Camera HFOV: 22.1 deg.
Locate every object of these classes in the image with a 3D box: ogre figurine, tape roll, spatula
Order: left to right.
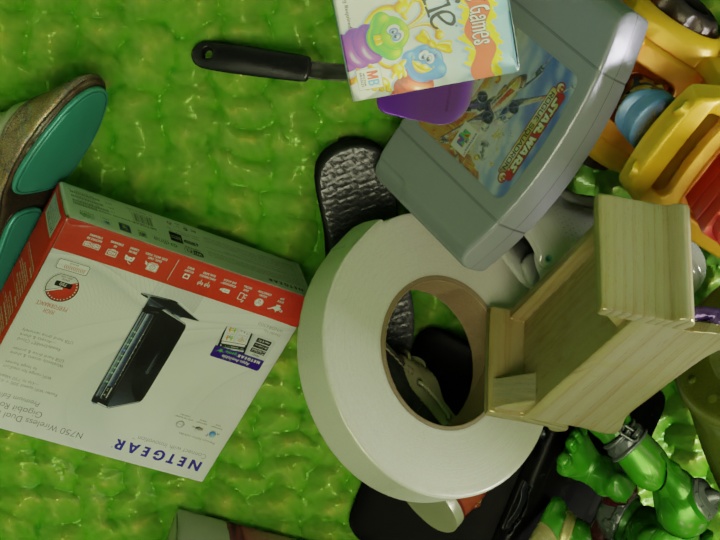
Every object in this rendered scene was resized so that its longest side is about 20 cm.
[{"bbox_3d":[-0.021,-0.135,1.243,0.198,0.021,0.057,8,82,17],"label":"spatula"},{"bbox_3d":[0.048,0.059,1.280,0.203,0.204,0.037,41,150,-21],"label":"tape roll"},{"bbox_3d":[0.192,0.187,1.345,0.119,0.098,0.201,25,108,17],"label":"ogre figurine"}]

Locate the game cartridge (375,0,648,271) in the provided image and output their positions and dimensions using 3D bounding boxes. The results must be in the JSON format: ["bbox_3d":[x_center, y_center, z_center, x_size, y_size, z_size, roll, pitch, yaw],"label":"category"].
[{"bbox_3d":[0.100,-0.108,1.222,0.041,0.133,0.201,19,110,-41],"label":"game cartridge"}]

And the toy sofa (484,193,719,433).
[{"bbox_3d":[0.160,0.033,1.208,0.097,0.084,0.200,10,153,-15],"label":"toy sofa"}]

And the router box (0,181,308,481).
[{"bbox_3d":[-0.162,0.049,1.323,0.199,0.049,0.180,18,116,-28],"label":"router box"}]

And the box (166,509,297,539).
[{"bbox_3d":[-0.071,0.289,1.446,0.198,0.109,0.129,17,116,-11],"label":"box"}]

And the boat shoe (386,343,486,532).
[{"bbox_3d":[0.030,0.096,1.330,0.063,0.071,0.201,-45,111,-29],"label":"boat shoe"}]

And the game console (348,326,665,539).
[{"bbox_3d":[0.114,0.150,1.433,0.175,0.116,0.201,-2,124,-36],"label":"game console"}]

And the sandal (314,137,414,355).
[{"bbox_3d":[0.001,0.000,1.340,0.075,0.043,0.202,-2,111,-11],"label":"sandal"}]

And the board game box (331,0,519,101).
[{"bbox_3d":[0.031,-0.198,1.141,0.102,0.200,0.106,-10,118,2],"label":"board game box"}]

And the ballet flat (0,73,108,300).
[{"bbox_3d":[-0.242,-0.067,1.275,0.067,0.068,0.201,42,116,21],"label":"ballet flat"}]

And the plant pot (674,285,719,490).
[{"bbox_3d":[0.316,0.099,1.285,0.200,0.201,0.193,-33,132,14],"label":"plant pot"}]

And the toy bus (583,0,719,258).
[{"bbox_3d":[0.222,-0.082,1.219,0.199,0.192,0.136,30,114,-16],"label":"toy bus"}]

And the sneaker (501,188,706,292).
[{"bbox_3d":[0.150,-0.013,1.299,0.199,0.089,0.075,25,141,-10],"label":"sneaker"}]
